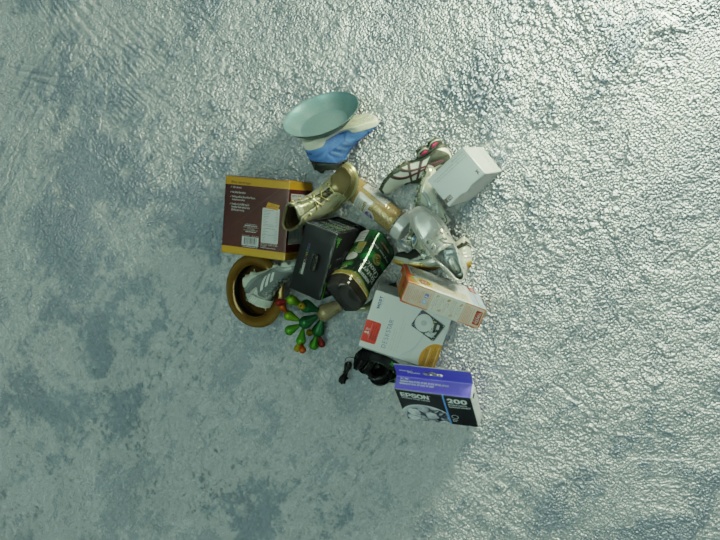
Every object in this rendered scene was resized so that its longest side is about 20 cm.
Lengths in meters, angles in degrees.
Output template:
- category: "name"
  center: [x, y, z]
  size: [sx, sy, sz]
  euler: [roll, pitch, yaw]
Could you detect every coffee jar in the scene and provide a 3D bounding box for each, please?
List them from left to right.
- category: "coffee jar"
  center: [0.000, 0.000, 1.618]
  size: [0.085, 0.201, 0.105]
  euler: [-5, 131, 44]

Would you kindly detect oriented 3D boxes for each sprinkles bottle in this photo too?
- category: "sprinkles bottle"
  center: [0.040, -0.161, 1.657]
  size: [0.199, 0.068, 0.069]
  euler: [40, 110, 13]

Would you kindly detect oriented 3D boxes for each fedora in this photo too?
- category: "fedora"
  center: [-0.276, 0.052, 1.811]
  size: [0.198, 0.082, 0.204]
  euler: [3, 99, 22]

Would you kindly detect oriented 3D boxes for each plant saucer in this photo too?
- category: "plant saucer"
  center: [-0.095, -0.377, 1.642]
  size: [0.198, 0.202, 0.039]
  euler: [1, 135, 23]

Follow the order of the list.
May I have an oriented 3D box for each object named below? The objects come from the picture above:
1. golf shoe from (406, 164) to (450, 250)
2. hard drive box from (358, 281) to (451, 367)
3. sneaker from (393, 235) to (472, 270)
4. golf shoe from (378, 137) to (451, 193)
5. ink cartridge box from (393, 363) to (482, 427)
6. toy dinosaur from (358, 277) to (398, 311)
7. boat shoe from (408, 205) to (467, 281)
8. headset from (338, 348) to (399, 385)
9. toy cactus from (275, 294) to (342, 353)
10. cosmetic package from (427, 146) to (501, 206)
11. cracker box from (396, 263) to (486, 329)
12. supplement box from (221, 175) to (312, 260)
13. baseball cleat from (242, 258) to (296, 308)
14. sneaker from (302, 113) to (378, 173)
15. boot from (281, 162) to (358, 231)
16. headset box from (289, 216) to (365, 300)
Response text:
- category: "golf shoe"
  center: [0.170, -0.146, 1.562]
  size: [0.096, 0.078, 0.203]
  euler: [10, 104, 5]
- category: "hard drive box"
  center: [0.112, 0.138, 1.632]
  size: [0.198, 0.077, 0.158]
  euler: [17, 106, 2]
- category: "sneaker"
  center: [0.178, -0.046, 1.623]
  size: [0.197, 0.076, 0.089]
  euler: [0, 82, 19]
- category: "golf shoe"
  center: [0.133, -0.236, 1.605]
  size: [0.199, 0.077, 0.089]
  euler: [-35, 91, 23]
- category: "ink cartridge box"
  center: [0.187, 0.308, 1.614]
  size: [0.196, 0.044, 0.201]
  euler: [2, 138, 23]
- category: "toy dinosaur"
  center: [0.064, 0.087, 1.697]
  size: [0.199, 0.047, 0.089]
  euler: [-33, 78, 25]
- category: "boat shoe"
  center: [0.184, -0.061, 1.511]
  size: [0.071, 0.069, 0.201]
  euler: [-37, 100, 10]
- category: "headset"
  center: [0.024, 0.258, 1.695]
  size: [0.199, 0.123, 0.095]
  euler: [-2, 54, 48]
- category: "toy cactus"
  center: [-0.126, 0.128, 1.741]
  size: [0.164, 0.102, 0.202]
  euler: [-26, 117, -3]
- category: "cosmetic package"
  center: [0.239, -0.215, 1.493]
  size: [0.113, 0.200, 0.081]
  euler: [-42, 82, 21]
- category: "cracker box"
  center: [0.187, 0.060, 1.553]
  size: [0.198, 0.134, 0.058]
  euler: [20, 106, -6]
- category: "supplement box"
  center: [-0.246, -0.141, 1.739]
  size: [0.195, 0.133, 0.203]
  euler: [8, 97, 22]
- category: "baseball cleat"
  center: [-0.222, 0.038, 1.697]
  size: [0.198, 0.069, 0.108]
  euler: [-15, 82, 39]
- category: "sneaker"
  center: [-0.039, -0.314, 1.670]
  size: [0.198, 0.077, 0.112]
  euler: [-22, 124, -2]
- category: "boot"
  center: [-0.100, -0.174, 1.604]
  size: [0.072, 0.154, 0.200]
  euler: [54, 137, 10]
- category: "headset box"
  center: [-0.083, -0.034, 1.655]
  size: [0.092, 0.200, 0.176]
  euler: [21, 104, 18]
